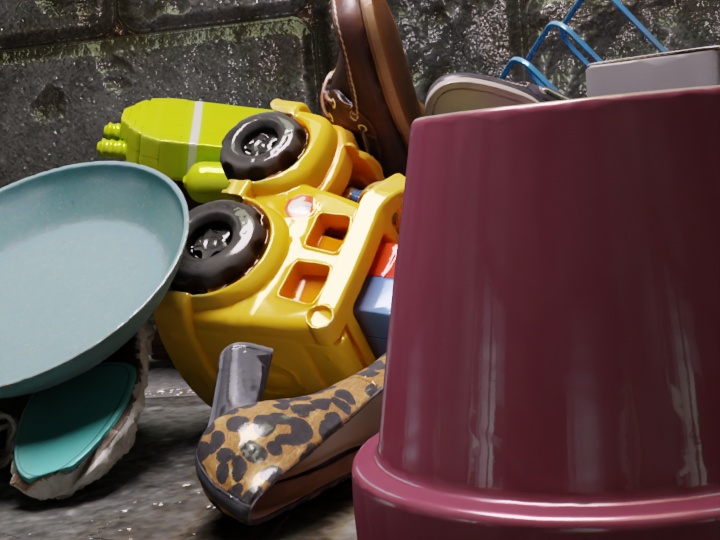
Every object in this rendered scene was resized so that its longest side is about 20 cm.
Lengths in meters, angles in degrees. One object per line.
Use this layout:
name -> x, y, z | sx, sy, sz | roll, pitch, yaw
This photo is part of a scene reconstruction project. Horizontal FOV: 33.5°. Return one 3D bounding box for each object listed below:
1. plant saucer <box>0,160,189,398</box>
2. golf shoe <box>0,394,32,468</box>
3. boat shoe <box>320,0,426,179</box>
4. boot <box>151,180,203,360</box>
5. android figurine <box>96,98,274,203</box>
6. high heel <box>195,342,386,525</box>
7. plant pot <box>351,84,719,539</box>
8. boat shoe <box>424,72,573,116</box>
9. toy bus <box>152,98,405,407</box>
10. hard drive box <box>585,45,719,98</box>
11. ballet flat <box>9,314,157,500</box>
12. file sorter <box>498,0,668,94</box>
plant saucer -> -0.190, 0.010, 0.709 | 0.199, 0.036, 0.201 | -12, 39, 10
golf shoe -> -0.220, 0.091, 0.734 | 0.199, 0.078, 0.088 | -8, 30, -37
boat shoe -> 0.007, -0.113, 0.833 | 0.070, 0.071, 0.200 | -7, -37, 13
boot -> -0.202, -0.004, 0.974 | 0.185, 0.201, 0.064 | -6, 48, -21
android figurine -> -0.104, -0.097, 0.937 | 0.199, 0.041, 0.182 | 3, 23, -9
high heel -> 0.020, 0.088, 0.596 | 0.199, 0.072, 0.143 | 3, 23, -4
plant pot -> 0.089, 0.026, 0.452 | 0.199, 0.180, 0.200 | -6, 6, 1
boat shoe -> 0.126, -0.105, 0.894 | 0.199, 0.073, 0.063 | 18, 37, -28
toy bus -> -0.008, -0.007, 0.769 | 0.191, 0.136, 0.201 | 3, 52, 28
hard drive box -> 0.195, -0.010, 0.608 | 0.155, 0.201, 0.077 | -11, 8, -41
ballet flat -> -0.149, 0.070, 0.706 | 0.071, 0.072, 0.201 | -4, 37, 7
file sorter -> 0.163, -0.125, 1.032 | 0.200, 0.123, 0.139 | -44, -4, -10
